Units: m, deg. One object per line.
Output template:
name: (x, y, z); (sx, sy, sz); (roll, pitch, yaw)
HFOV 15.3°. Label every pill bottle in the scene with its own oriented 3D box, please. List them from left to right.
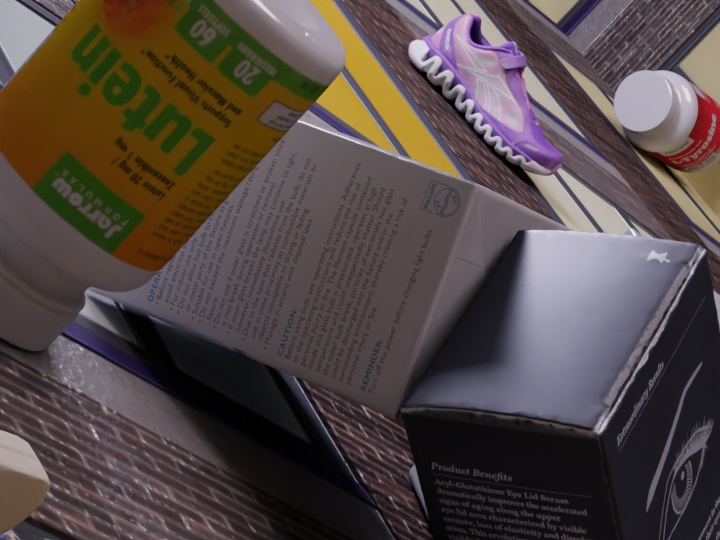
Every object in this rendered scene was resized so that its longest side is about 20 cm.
pill bottle: (-0.110, -0.062, 1.229); (0.111, 0.200, 0.111); (41, 13, -11)
pill bottle: (0.421, -0.207, 3.646); (0.112, 0.112, 0.200); (50, 14, 27)

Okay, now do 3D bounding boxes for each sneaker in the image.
sneaker: (0.141, -0.184, 2.722); (0.200, 0.088, 0.080); (48, 11, 11)

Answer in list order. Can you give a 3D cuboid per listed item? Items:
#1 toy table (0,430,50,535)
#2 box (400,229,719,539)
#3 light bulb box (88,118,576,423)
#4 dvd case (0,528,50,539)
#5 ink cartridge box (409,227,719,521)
toy table: (-0.183, 0.073, 0.750); (0.184, 0.117, 0.200); (50, 14, 25)
box: (0.111, 0.103, 1.299); (0.148, 0.104, 0.201); (-52, 138, -45)
light bulb box: (0.000, 0.000, 1.405); (0.199, 0.126, 0.198); (21, 0, 30)
dvd case: (-0.099, 0.152, 0.982); (0.200, 0.022, 0.146); (26, 22, -53)
ink cartridge box: (0.131, 0.098, 1.490); (0.083, 0.200, 0.147); (35, 14, -26)
